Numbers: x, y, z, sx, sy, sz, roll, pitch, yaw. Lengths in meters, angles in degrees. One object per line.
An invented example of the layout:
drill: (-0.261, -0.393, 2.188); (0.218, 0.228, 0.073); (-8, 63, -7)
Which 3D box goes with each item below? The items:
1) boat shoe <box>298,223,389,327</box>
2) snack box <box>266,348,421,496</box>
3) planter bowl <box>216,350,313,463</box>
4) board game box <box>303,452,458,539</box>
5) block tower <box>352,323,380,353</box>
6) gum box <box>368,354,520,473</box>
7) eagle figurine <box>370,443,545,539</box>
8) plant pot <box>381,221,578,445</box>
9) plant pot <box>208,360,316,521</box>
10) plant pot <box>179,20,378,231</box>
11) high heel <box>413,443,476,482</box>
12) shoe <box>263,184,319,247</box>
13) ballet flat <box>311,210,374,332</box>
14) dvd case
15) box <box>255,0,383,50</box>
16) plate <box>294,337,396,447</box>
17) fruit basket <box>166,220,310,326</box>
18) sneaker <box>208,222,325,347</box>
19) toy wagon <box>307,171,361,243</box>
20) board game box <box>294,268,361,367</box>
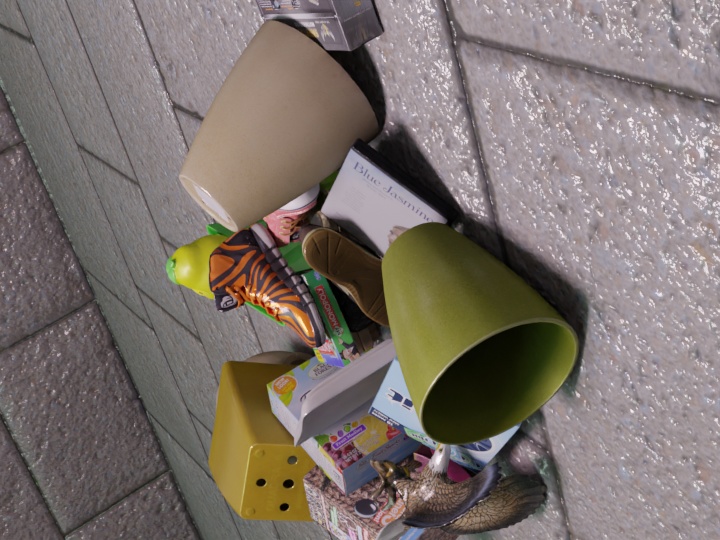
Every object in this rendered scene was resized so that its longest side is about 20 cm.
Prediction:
boat shoe: (0.000, 0.000, 1.514); (0.200, 0.073, 0.065); (42, -171, -33)
snack box: (-0.014, 0.203, 1.721); (0.200, 0.167, 0.068); (41, 150, 39)
planter bowl: (-0.125, 0.218, 2.000); (0.134, 0.199, 0.202); (-37, 82, 42)
board game box: (0.043, 0.329, 1.717); (0.199, 0.159, 0.098); (29, 145, 33)
block tower: (-0.040, 0.079, 1.780); (0.199, 0.054, 0.059); (16, 131, 62)
gum box: (0.105, 0.170, 1.482); (0.168, 0.045, 0.201); (28, 154, 4)
eagle figurine: (0.109, 0.280, 1.485); (0.198, 0.152, 0.153); (16, 131, 34)
plant pot: (0.105, 0.048, 1.280); (0.189, 0.185, 0.201); (86, 159, -49)
plant pot: (-0.120, 0.277, 1.836); (0.177, 0.197, 0.203); (-113, 31, -61)
plant pot: (-0.111, -0.150, 1.380); (0.187, 0.200, 0.188); (39, 166, 11)
high heel: (0.116, 0.205, 1.615); (0.095, 0.068, 0.202); (10, 129, 27)
shoe: (-0.090, -0.079, 1.571); (0.092, 0.071, 0.200); (66, 163, -18)
ballet flat: (-0.025, -0.002, 1.588); (0.067, 0.056, 0.202); (-119, 10, -51)
dvd case: (0.030, -0.069, 1.411); (0.142, 0.018, 0.200); (37, 157, 1)
box: (-0.066, -0.329, 1.327); (0.199, 0.048, 0.160); (19, 136, 60)
plate: (-0.007, 0.151, 1.576); (0.033, 0.198, 0.200); (54, 163, 13)
fruit basket: (-0.191, 0.003, 1.827); (0.215, 0.214, 0.157); (24, 139, 56)
sneaker: (-0.132, 0.040, 1.571); (0.201, 0.111, 0.078); (53, 164, 26)
toy wagon: (-0.063, -0.096, 1.631); (0.200, 0.039, 0.157); (42, 152, 41)
board game box: (-0.056, 0.064, 1.644); (0.136, 0.029, 0.200); (66, 168, -3)
